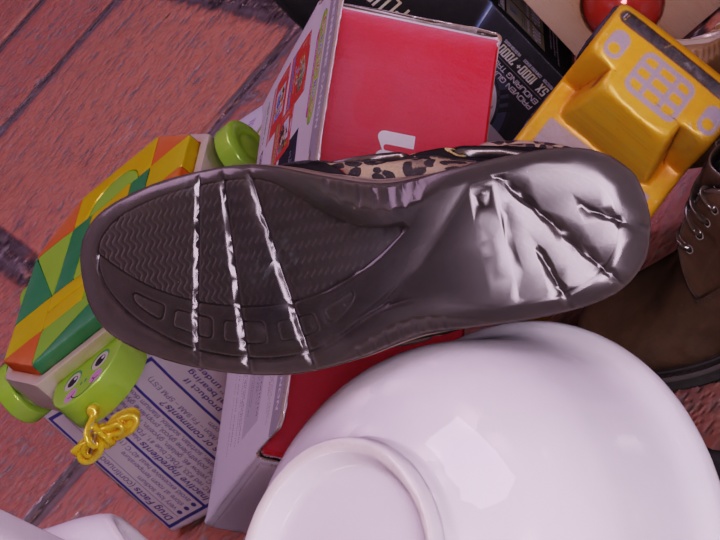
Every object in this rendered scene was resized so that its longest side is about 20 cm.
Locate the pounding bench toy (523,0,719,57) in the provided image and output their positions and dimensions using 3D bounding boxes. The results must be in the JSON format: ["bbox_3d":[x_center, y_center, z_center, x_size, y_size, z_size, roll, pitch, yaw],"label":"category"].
[{"bbox_3d":[0.102,-0.216,1.290,0.124,0.200,0.156,-40,21,16],"label":"pounding bench toy"}]

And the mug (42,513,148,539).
[{"bbox_3d":[-0.131,0.201,1.068,0.175,0.148,0.200,-44,21,-1],"label":"mug"}]

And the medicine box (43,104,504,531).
[{"bbox_3d":[-0.042,0.005,1.311,0.199,0.103,0.183,-30,26,37],"label":"medicine box"}]

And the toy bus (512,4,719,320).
[{"bbox_3d":[0.091,-0.040,1.086,0.078,0.065,0.200,-51,-1,-16],"label":"toy bus"}]

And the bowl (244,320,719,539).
[{"bbox_3d":[0.022,0.109,0.876,0.200,0.090,0.203,-15,69,43],"label":"bowl"}]

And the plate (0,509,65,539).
[{"bbox_3d":[-0.147,0.191,0.984,0.199,0.032,0.201,16,72,34],"label":"plate"}]

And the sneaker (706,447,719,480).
[{"bbox_3d":[0.081,0.086,0.931,0.200,0.090,0.070,-12,39,58],"label":"sneaker"}]

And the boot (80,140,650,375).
[{"bbox_3d":[0.011,-0.010,0.945,0.198,0.074,0.151,-10,2,11],"label":"boot"}]

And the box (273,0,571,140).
[{"bbox_3d":[0.030,-0.170,1.403,0.086,0.164,0.201,-38,23,22],"label":"box"}]

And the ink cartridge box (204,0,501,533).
[{"bbox_3d":[0.000,0.000,1.084,0.176,0.083,0.202,127,152,-70],"label":"ink cartridge box"}]

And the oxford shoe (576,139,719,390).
[{"bbox_3d":[0.148,-0.016,0.998,0.199,0.084,0.073,-32,27,40],"label":"oxford shoe"}]

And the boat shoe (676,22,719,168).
[{"bbox_3d":[0.182,-0.079,1.065,0.069,0.074,0.200,-29,19,-22],"label":"boat shoe"}]

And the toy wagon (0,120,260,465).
[{"bbox_3d":[-0.114,0.012,1.238,0.155,0.040,0.201,-37,23,26],"label":"toy wagon"}]
